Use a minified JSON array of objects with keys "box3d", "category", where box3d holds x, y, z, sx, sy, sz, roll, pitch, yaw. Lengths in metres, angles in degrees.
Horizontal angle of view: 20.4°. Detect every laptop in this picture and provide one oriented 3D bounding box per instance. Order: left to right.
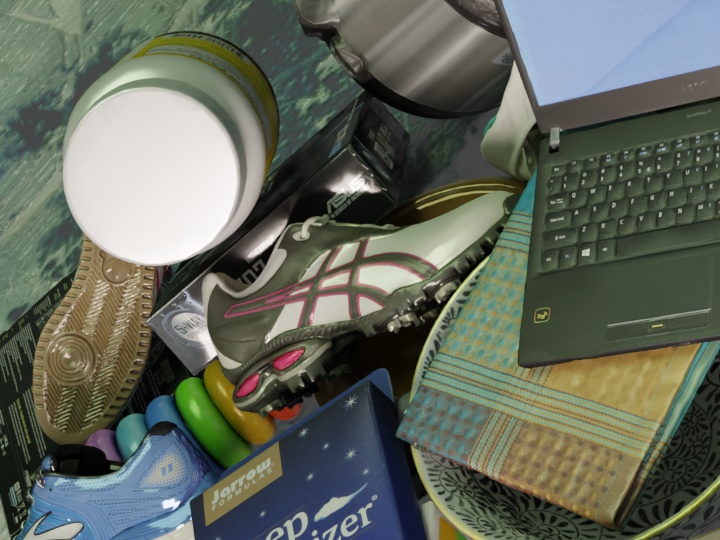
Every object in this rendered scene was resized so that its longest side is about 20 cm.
[{"box3d":[0.136,-0.076,0.914,0.176,0.103,0.202,-11,57,33],"category":"laptop"}]

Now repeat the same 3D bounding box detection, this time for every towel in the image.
[{"box3d":[0.115,0.014,0.960,0.146,0.022,0.201,19,75,44],"category":"towel"}]

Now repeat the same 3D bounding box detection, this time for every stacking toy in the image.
[{"box3d":[-0.085,0.091,1.222,0.199,0.085,0.086,-38,36,4],"category":"stacking toy"}]

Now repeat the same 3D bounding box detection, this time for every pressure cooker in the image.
[{"box3d":[0.061,-0.189,1.232,0.179,0.175,0.200,-60,11,-26],"category":"pressure cooker"}]

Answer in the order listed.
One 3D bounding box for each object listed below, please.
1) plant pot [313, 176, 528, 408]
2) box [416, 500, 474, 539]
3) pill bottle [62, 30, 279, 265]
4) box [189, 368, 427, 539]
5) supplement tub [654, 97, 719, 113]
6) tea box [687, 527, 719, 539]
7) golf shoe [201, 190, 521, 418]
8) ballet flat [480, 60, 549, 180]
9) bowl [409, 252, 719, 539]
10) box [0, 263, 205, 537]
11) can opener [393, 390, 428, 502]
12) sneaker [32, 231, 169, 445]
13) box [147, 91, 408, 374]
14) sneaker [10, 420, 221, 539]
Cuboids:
[{"box3d":[0.056,0.018,1.146,0.198,0.028,0.201,-15,46,17],"category":"plant pot"},{"box3d":[0.016,0.232,0.960,0.112,0.101,0.201,-23,42,29],"category":"box"},{"box3d":[-0.107,-0.070,1.135,0.114,0.114,0.200,-39,9,9],"category":"pill bottle"},{"box3d":[-0.025,0.136,0.980,0.121,0.032,0.201,-35,36,17],"category":"box"},{"box3d":[0.200,-0.095,1.068,0.122,0.122,0.201,-36,37,14],"category":"supplement tub"},{"box3d":[0.170,0.214,0.794,0.199,0.134,0.198,-26,41,26],"category":"tea box"},{"box3d":[0.000,0.000,1.085,0.199,0.077,0.089,-31,80,15],"category":"golf shoe"},{"box3d":[0.109,-0.082,1.111,0.069,0.200,0.070,1,72,-3],"category":"ballet flat"},{"box3d":[0.131,0.070,0.994,0.199,0.094,0.202,-18,50,23],"category":"bowl"},{"box3d":[-0.182,0.079,1.355,0.160,0.044,0.200,-41,36,8],"category":"box"},{"box3d":[-0.005,0.143,1.073,0.201,0.066,0.053,-58,31,13],"category":"can opener"},{"box3d":[-0.159,0.014,1.296,0.112,0.071,0.202,108,176,-88],"category":"sneaker"},{"box3d":[-0.045,-0.029,1.235,0.160,0.044,0.200,-40,9,13],"category":"box"},{"box3d":[-0.165,0.148,1.156,0.199,0.090,0.078,-30,-5,19],"category":"sneaker"}]
